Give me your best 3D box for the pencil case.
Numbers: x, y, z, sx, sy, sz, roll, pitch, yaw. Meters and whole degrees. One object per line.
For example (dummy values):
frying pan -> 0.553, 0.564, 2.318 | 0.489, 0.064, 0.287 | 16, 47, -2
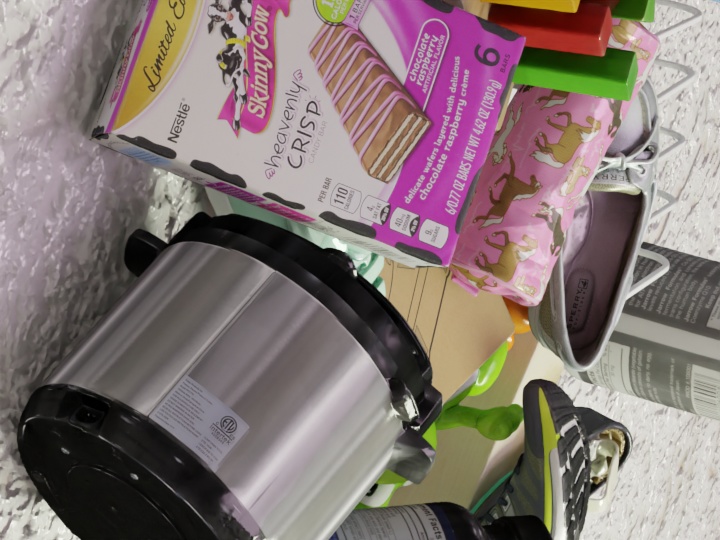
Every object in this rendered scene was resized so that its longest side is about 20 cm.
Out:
pencil case -> 0.115, -0.076, 1.741 | 0.200, 0.083, 0.087 | -65, 158, -4

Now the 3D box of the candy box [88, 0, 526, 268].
candy box -> -0.027, -0.098, 1.480 | 0.061, 0.200, 0.137 | 177, -67, -73

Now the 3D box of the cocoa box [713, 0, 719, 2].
cocoa box -> 0.299, -0.273, 2.014 | 0.131, 0.200, 0.133 | -64, 153, -19

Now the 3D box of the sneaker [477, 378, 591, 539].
sneaker -> 0.103, 0.168, 1.809 | 0.074, 0.081, 0.200 | -27, 121, -70

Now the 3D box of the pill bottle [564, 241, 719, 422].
pill bottle -> 0.214, 0.038, 2.028 | 0.113, 0.200, 0.113 | -42, 140, -48

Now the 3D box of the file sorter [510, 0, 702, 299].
file sorter -> 0.151, -0.092, 1.913 | 0.139, 0.124, 0.200 | -29, 129, -57

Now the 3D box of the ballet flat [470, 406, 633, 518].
ballet flat -> 0.131, 0.159, 1.912 | 0.200, 0.073, 0.073 | -44, 141, -46

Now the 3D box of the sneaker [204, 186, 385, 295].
sneaker -> 0.000, 0.000, 1.589 | 0.201, 0.118, 0.074 | 61, 42, -25

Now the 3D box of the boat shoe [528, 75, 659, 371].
boat shoe -> 0.157, -0.036, 1.812 | 0.065, 0.074, 0.202 | -124, -134, -71

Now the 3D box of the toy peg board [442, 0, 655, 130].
toy peg board -> 0.119, -0.209, 1.591 | 0.199, 0.098, 0.200 | 69, 34, -59

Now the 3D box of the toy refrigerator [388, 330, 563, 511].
toy refrigerator -> 0.066, 0.133, 1.931 | 0.200, 0.076, 0.070 | -66, 154, -17

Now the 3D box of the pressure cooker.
pressure cooker -> -0.062, 0.070, 1.495 | 0.200, 0.179, 0.176 | -50, 124, -27

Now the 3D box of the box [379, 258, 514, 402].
box -> 0.017, 0.010, 1.731 | 0.200, 0.021, 0.164 | -41, 112, -52

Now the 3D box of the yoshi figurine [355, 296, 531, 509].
yoshi figurine -> 0.043, 0.077, 1.825 | 0.200, 0.112, 0.112 | -58, 143, -26

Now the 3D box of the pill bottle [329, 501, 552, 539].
pill bottle -> 0.018, 0.202, 1.716 | 0.200, 0.112, 0.112 | -3, 114, -17
